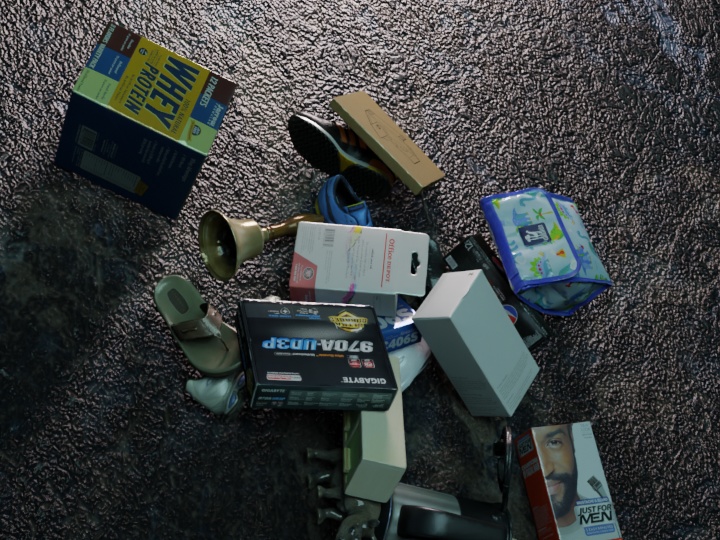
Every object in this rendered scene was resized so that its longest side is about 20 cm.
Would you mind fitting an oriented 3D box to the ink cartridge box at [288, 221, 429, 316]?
[{"bbox_3d":[0.000,0.000,1.686,0.196,0.068,0.118,5,57,4],"label":"ink cartridge box"}]

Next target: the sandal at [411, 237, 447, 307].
[{"bbox_3d":[0.124,0.034,1.793,0.074,0.048,0.203,-11,69,-28],"label":"sandal"}]

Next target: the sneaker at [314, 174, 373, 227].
[{"bbox_3d":[-0.006,-0.053,1.765,0.065,0.078,0.202,-19,75,-31],"label":"sneaker"}]

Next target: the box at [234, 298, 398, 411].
[{"bbox_3d":[-0.062,0.112,1.537,0.197,0.046,0.160,4,41,-19],"label":"box"}]

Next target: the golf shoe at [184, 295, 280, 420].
[{"bbox_3d":[-0.178,0.107,1.616,0.096,0.079,0.202,25,57,-2],"label":"golf shoe"}]

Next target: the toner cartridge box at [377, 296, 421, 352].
[{"bbox_3d":[-0.014,0.090,1.684,0.198,0.044,0.095,-16,37,-29],"label":"toner cartridge box"}]

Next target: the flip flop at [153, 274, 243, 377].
[{"bbox_3d":[-0.224,0.070,1.583,0.081,0.058,0.200,-33,59,-16],"label":"flip flop"}]

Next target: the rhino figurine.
[{"bbox_3d":[-0.018,0.311,1.541,0.086,0.061,0.201,-2,31,-13],"label":"rhino figurine"}]

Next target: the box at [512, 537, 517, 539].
[{"bbox_3d":[0.269,0.471,1.618,0.198,0.078,0.096,28,57,-8],"label":"box"}]

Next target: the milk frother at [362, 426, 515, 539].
[{"bbox_3d":[0.117,0.310,1.578,0.185,0.181,0.203,16,55,-16],"label":"milk frother"}]

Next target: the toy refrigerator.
[{"bbox_3d":[0.014,0.207,1.560,0.069,0.076,0.202,14,40,-14],"label":"toy refrigerator"}]

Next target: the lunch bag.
[{"bbox_3d":[0.283,-0.033,1.815,0.198,0.127,0.172,7,53,-42],"label":"lunch bag"}]

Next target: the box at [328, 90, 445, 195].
[{"bbox_3d":[0.046,-0.208,1.844,0.200,0.021,0.163,47,20,3],"label":"box"}]

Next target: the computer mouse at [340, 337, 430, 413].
[{"bbox_3d":[0.039,0.151,1.701,0.110,0.044,0.200,43,57,3],"label":"computer mouse"}]

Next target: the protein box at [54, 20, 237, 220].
[{"bbox_3d":[-0.310,-0.208,1.640,0.198,0.199,0.136,25,58,-10],"label":"protein box"}]

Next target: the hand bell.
[{"bbox_3d":[-0.134,-0.055,1.716,0.198,0.104,0.105,-15,71,-39],"label":"hand bell"}]

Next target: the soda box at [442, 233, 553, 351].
[{"bbox_3d":[0.217,0.040,1.806,0.201,0.063,0.071,55,17,9],"label":"soda box"}]

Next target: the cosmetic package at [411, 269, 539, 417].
[{"bbox_3d":[0.174,0.110,1.705,0.108,0.084,0.201,-49,118,-34],"label":"cosmetic package"}]

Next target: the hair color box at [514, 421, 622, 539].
[{"bbox_3d":[0.312,0.336,1.714,0.109,0.064,0.203,-3,65,-23],"label":"hair color box"}]

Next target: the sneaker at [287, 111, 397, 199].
[{"bbox_3d":[-0.025,-0.199,1.842,0.199,0.070,0.091,34,45,-6],"label":"sneaker"}]
